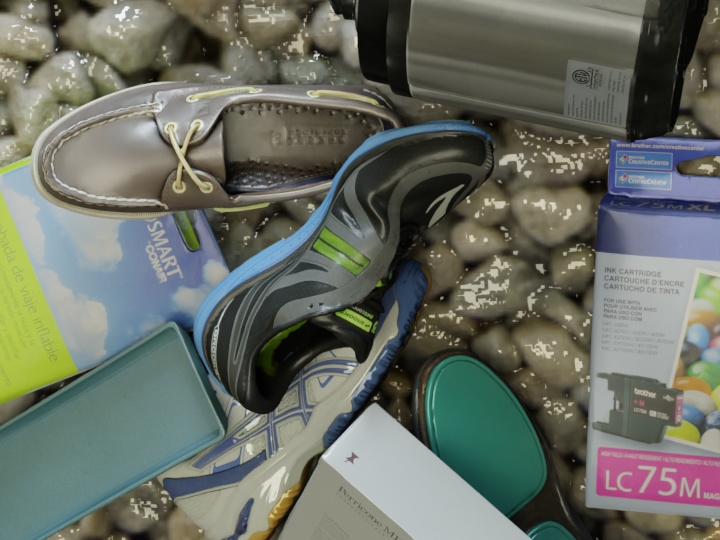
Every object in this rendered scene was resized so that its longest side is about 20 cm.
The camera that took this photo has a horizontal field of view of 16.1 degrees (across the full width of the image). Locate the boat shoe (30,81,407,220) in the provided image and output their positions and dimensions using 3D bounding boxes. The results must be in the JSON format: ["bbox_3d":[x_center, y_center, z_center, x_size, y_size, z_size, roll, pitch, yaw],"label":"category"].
[{"bbox_3d":[-0.073,-0.064,1.339,0.198,0.060,0.072,-4,95,-10],"label":"boat shoe"}]

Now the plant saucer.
[{"bbox_3d":[-0.153,0.099,1.421,0.199,0.019,0.070,-30,80,32],"label":"plant saucer"}]

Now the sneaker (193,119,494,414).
[{"bbox_3d":[0.000,0.000,1.316,0.200,0.071,0.083,-43,52,17],"label":"sneaker"}]

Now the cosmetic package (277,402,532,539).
[{"bbox_3d":[0.050,0.180,1.352,0.200,0.052,0.151,41,151,8],"label":"cosmetic package"}]

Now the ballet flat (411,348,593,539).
[{"bbox_3d":[0.081,0.132,1.378,0.073,0.073,0.201,-30,99,17],"label":"ballet flat"}]

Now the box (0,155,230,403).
[{"bbox_3d":[-0.169,-0.003,1.417,0.199,0.048,0.123,-21,98,15],"label":"box"}]

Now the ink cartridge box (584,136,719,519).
[{"bbox_3d":[0.182,0.031,1.349,0.118,0.042,0.202,4,101,12],"label":"ink cartridge box"}]

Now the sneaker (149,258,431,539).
[{"bbox_3d":[-0.042,0.062,1.388,0.088,0.075,0.200,38,106,5],"label":"sneaker"}]

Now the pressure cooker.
[{"bbox_3d":[0.075,-0.163,1.257,0.199,0.179,0.177,11,107,10],"label":"pressure cooker"}]
